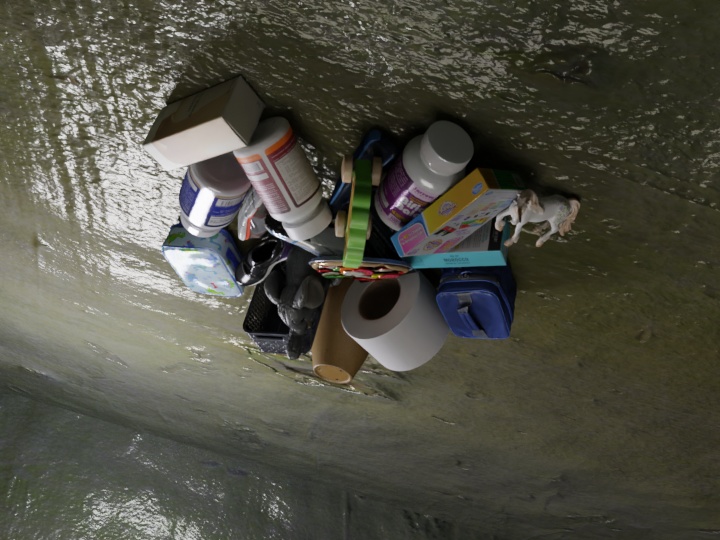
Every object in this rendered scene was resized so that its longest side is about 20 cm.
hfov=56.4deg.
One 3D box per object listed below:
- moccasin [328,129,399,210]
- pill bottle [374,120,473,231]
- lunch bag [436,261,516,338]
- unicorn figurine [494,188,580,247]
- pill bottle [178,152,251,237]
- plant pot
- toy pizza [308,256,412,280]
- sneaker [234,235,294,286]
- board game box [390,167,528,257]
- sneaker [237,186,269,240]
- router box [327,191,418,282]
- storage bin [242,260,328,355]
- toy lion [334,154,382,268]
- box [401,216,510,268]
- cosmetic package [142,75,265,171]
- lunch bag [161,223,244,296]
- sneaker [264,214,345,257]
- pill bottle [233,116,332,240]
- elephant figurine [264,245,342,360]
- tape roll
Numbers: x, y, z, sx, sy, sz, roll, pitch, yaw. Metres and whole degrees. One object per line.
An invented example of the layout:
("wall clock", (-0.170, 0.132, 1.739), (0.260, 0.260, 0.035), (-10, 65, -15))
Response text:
("moccasin", (0.003, -0.161, 1.189), (0.068, 0.081, 0.200), (24, 148, -14))
("pill bottle", (0.107, -0.155, 1.122), (0.111, 0.113, 0.200), (22, 148, -10))
("lunch bag", (0.235, 0.051, 1.359), (0.134, 0.133, 0.200), (-4, 143, 26))
("unicorn figurine", (0.291, -0.094, 1.141), (0.198, 0.074, 0.138), (-19, 154, -28))
("pill bottle", (-0.285, -0.149, 1.292), (0.119, 0.121, 0.200), (24, 147, -14))
("plant pot", (-0.042, 0.154, 1.573), (0.184, 0.202, 0.187), (11, 149, 7))
("toy pizza", (0.000, 0.000, 1.272), (0.197, 0.032, 0.200), (3, 175, 0))
("sneaker", (-0.222, -0.027, 1.443), (0.199, 0.087, 0.076), (-35, 79, 32))
("board game box", (0.167, -0.095, 1.130), (0.200, 0.041, 0.152), (-38, 161, 33))
("sneaker", (-0.194, -0.124, 1.355), (0.081, 0.078, 0.200), (5, 157, -20))
("router box", (0.012, -0.062, 1.351), (0.148, 0.051, 0.200), (-11, 135, 35))
("storage bin", (-0.164, 0.077, 1.505), (0.134, 0.202, 0.094), (0, 145, 22))
("toy lion", (-0.007, -0.079, 1.093), (0.068, 0.193, 0.201), (6, 137, -3))
("box", (0.179, -0.053, 1.275), (0.198, 0.083, 0.049), (-1, 146, 26))
("cosmetic package", (-0.270, -0.249, 1.152), (0.198, 0.106, 0.071), (-11, 139, 33))
("lunch bag", (-0.349, -0.021, 1.548), (0.159, 0.083, 0.201), (4, 146, 19))
("sneaker", (-0.094, -0.061, 1.296), (0.198, 0.072, 0.073), (19, 144, 7))
("pill bottle", (-0.132, -0.158, 1.186), (0.109, 0.110, 0.201), (-7, 128, 31))
("elephant figurine", (-0.122, 0.047, 1.357), (0.155, 0.201, 0.141), (38, 141, -10))
("tape roll", (0.076, 0.093, 1.429), (0.201, 0.204, 0.139), (-11, 139, 36))
